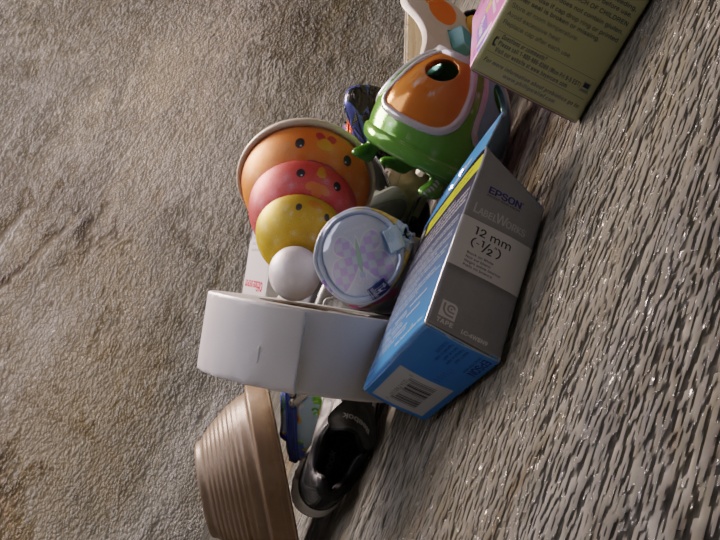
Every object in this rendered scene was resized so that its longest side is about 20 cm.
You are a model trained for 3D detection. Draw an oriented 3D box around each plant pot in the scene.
[{"bbox_3d":[-0.124,0.225,1.039,0.201,0.092,0.203,169,90,-84],"label":"plant pot"}]

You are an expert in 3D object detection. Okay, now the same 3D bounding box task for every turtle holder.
[{"bbox_3d":[0.094,-0.139,0.956,0.141,0.184,0.133,39,106,51],"label":"turtle holder"}]

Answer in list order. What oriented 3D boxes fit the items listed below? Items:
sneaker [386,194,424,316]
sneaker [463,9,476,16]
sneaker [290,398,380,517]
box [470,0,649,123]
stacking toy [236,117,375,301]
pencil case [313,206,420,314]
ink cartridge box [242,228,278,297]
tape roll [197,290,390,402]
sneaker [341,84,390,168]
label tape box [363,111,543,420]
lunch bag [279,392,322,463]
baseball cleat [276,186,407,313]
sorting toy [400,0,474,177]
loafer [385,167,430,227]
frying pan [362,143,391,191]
[{"bbox_3d":[0.037,0.004,1.137,0.201,0.060,0.104,-62,1,4],"label":"sneaker"},{"bbox_3d":[0.121,-0.230,1.265,0.104,0.060,0.201,-31,-42,-26],"label":"sneaker"},{"bbox_3d":[-0.010,0.147,0.970,0.090,0.066,0.202,137,154,-66],"label":"sneaker"},{"bbox_3d":[0.173,-0.249,0.768,0.201,0.096,0.176,-62,6,27],"label":"box"},{"bbox_3d":[-0.055,-0.041,0.943,0.201,0.145,0.147,-92,25,-51],"label":"stacking toy"},{"bbox_3d":[0.022,-0.006,0.915,0.090,0.083,0.200,-38,-13,6],"label":"pencil case"},{"bbox_3d":[-0.080,-0.054,1.172,0.145,0.082,0.203,-175,93,-73],"label":"ink cartridge box"},{"bbox_3d":[-0.045,0.067,0.871,0.202,0.200,0.072,-177,96,-84],"label":"tape roll"},{"bbox_3d":[0.003,-0.165,1.207,0.200,0.078,0.076,66,-144,-65],"label":"sneaker"},{"bbox_3d":[0.080,-0.001,0.755,0.201,0.066,0.143,-66,5,-30],"label":"label tape box"},{"bbox_3d":[-0.054,0.134,1.133,0.200,0.081,0.163,-109,17,-83],"label":"lunch bag"},{"bbox_3d":[0.000,0.000,1.056,0.200,0.106,0.070,-47,-32,-9],"label":"baseball cleat"},{"bbox_3d":[0.085,-0.198,1.106,0.181,0.106,0.202,-69,-18,-56],"label":"sorting toy"},{"bbox_3d":[0.053,-0.056,1.230,0.201,0.067,0.076,95,-172,-56],"label":"loafer"},{"bbox_3d":[-0.011,-0.117,1.184,0.190,0.031,0.116,48,152,40],"label":"frying pan"}]
